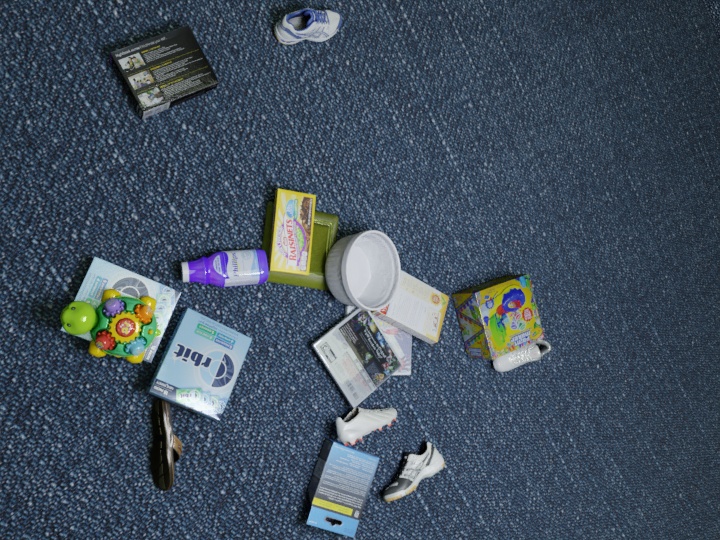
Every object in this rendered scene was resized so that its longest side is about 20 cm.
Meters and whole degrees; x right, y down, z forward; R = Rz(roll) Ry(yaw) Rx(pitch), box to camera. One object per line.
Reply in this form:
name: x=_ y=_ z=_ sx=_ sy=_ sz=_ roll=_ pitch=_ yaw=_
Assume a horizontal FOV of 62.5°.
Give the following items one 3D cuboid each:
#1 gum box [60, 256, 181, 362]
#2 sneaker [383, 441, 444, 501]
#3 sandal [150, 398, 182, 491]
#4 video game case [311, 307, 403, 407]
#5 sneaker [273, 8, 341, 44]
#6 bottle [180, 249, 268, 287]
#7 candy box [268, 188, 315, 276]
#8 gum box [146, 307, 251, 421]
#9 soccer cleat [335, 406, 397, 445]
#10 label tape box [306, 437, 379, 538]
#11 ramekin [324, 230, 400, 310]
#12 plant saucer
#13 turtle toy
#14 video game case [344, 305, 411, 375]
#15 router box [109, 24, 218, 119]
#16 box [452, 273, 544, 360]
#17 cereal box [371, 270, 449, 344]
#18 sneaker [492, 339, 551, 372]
gum box: x=-0.524 y=0.088 z=1.307 sx=0.199 sy=0.044 sz=0.172 roll=26 pitch=76 yaw=-23
sneaker: x=0.129 y=0.536 z=1.590 sx=0.199 sy=0.076 sz=0.088 roll=-28 pitch=82 yaw=-27
sandal: x=-0.430 y=0.387 z=1.327 sx=0.054 sy=0.081 sz=0.203 roll=4 pitch=77 yaw=-47
video game case: x=-0.006 y=0.220 z=1.540 sx=0.181 sy=0.023 sz=0.201 roll=-37 pitch=101 yaw=-22
sneaker: x=-0.122 y=-0.636 z=1.529 sx=0.199 sy=0.088 sz=0.076 roll=-27 pitch=96 yaw=-26
bottle: x=-0.319 y=-0.004 z=1.397 sx=0.198 sy=0.065 sz=0.084 roll=-4 pitch=69 yaw=-21
candy box: x=-0.167 y=-0.092 z=1.450 sx=0.101 sy=0.026 sz=0.203 roll=7 pitch=83 yaw=-22
gum box: x=-0.362 y=0.214 z=1.348 sx=0.169 sy=0.044 sz=0.202 roll=30 pitch=63 yaw=-21
soccer cleat: x=0.019 y=0.380 z=1.521 sx=0.199 sy=0.069 sz=0.078 roll=-15 pitch=82 yaw=-43
label tape box: x=-0.053 y=0.545 z=1.494 sx=0.143 sy=0.063 sz=0.202 roll=26 pitch=75 yaw=-22
ramekin: x=0.000 y=0.000 z=1.509 sx=0.199 sy=0.104 sz=0.203 roll=1 pitch=88 yaw=-46
plant saucer: x=-0.147 y=-0.062 z=1.499 sx=0.198 sy=0.048 sz=0.202 roll=9 pitch=82 yaw=-25
turtle toy: x=-0.514 y=0.112 z=1.230 sx=0.198 sy=0.101 sz=0.148 roll=14 pitch=82 yaw=-24
video game case: x=0.048 y=0.189 z=1.591 sx=0.198 sy=0.023 sz=0.185 roll=4 pitch=85 yaw=-26
router box: x=-0.452 y=-0.461 z=1.375 sx=0.199 sy=0.051 sz=0.150 roll=-31 pitch=98 yaw=-24
box: x=0.396 y=0.131 z=1.708 sx=0.198 sy=0.122 sz=0.195 roll=-17 pitch=94 yaw=-25
cereal box: x=0.138 y=0.093 z=1.609 sx=0.199 sy=0.039 sz=0.145 roll=29 pitch=62 yaw=-15
sneaker: x=0.480 y=0.243 z=1.754 sx=0.198 sy=0.099 sz=0.079 roll=-23 pitch=96 yaw=-25
